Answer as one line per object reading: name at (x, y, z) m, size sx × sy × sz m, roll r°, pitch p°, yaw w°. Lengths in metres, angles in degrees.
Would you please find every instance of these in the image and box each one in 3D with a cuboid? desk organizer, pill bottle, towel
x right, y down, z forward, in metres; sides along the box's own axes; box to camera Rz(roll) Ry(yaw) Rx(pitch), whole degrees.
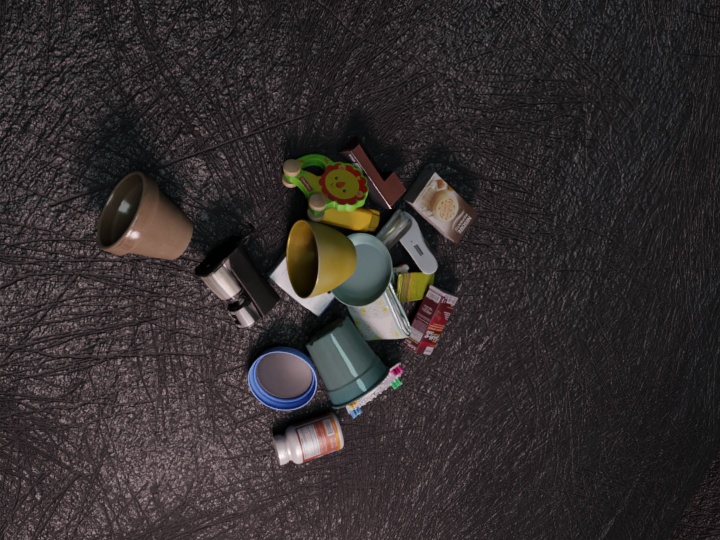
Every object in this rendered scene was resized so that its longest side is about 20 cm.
desk organizer at (0.036, -0.273, 1.652) m, size 0.077 × 0.071 × 0.201 m, roll -47°, pitch 117°, yaw -18°
pill bottle at (-0.157, 0.507, 1.784) m, size 0.196 × 0.112 × 0.114 m, roll -14°, pitch 110°, yaw -16°
towel at (0.166, 0.048, 1.773) m, size 0.198 × 0.018 × 0.088 m, roll -5°, pitch 105°, yaw -54°
towel at (0.043, 0.113, 1.728) m, size 0.048 × 0.169 × 0.203 m, roll -45°, pitch 119°, yaw -43°

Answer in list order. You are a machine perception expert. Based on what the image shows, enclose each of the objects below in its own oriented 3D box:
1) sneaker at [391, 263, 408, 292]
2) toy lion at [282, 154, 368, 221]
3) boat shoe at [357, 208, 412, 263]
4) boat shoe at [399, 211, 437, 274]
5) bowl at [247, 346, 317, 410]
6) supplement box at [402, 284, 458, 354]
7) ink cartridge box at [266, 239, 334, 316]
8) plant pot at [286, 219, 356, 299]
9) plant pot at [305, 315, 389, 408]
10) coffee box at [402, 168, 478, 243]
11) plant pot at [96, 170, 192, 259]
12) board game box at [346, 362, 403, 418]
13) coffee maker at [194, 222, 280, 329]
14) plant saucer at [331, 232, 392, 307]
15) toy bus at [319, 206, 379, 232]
sneaker at (0.092, 0.013, 1.771) m, size 0.198 × 0.070 × 0.095 m, roll 29°, pitch 82°, yaw -27°
toy lion at (-0.084, -0.232, 1.578) m, size 0.190 × 0.069 × 0.201 m, roll -30°, pitch 70°, yaw -24°
boat shoe at (0.058, -0.090, 1.704) m, size 0.201 × 0.074 × 0.065 m, roll -43°, pitch 72°, yaw -1°
boat shoe at (0.162, -0.077, 1.769) m, size 0.070 × 0.091 × 0.203 m, roll -29°, pitch 87°, yaw 5°
bowl at (-0.220, 0.306, 1.702) m, size 0.196 × 0.040 × 0.204 m, roll 1°, pitch 116°, yaw 2°
supplement box at (0.215, 0.154, 1.835) m, size 0.108 × 0.060 × 0.203 m, roll 16°, pitch 101°, yaw -56°
ink cartridge box at (-0.131, -0.004, 1.686) m, size 0.200 × 0.041 × 0.200 m, roll 42°, pitch 87°, yaw -26°
plant pot at (-0.093, -0.032, 1.571) m, size 0.140 × 0.199 × 0.204 m, roll -3°, pitch 107°, yaw -30°
plant pot at (-0.049, 0.252, 1.704) m, size 0.198 × 0.200 × 0.198 m, roll -33°, pitch 96°, yaw -9°
coffee box at (0.236, -0.189, 1.756) m, size 0.199 × 0.080 × 0.115 m, roll 36°, pitch 91°, yaw -26°
plant pot at (-0.504, -0.110, 1.439) m, size 0.174 × 0.200 × 0.202 m, roll 30°, pitch 93°, yaw -43°
board game box at (0.045, 0.365, 1.797) m, size 0.198 × 0.026 × 0.201 m, roll -33°, pitch 159°, yaw -10°
coffee maker at (-0.301, 0.023, 1.569) m, size 0.191 × 0.135 × 0.201 m, roll -35°, pitch 119°, yaw -2°
plant saucer at (0.000, 0.000, 1.643) m, size 0.203 × 0.198 × 0.036 m, roll -62°, pitch 158°, yaw 5°
toy bus at (-0.037, -0.154, 1.659) m, size 0.196 × 0.078 × 0.066 m, roll 11°, pitch 102°, yaw -24°
